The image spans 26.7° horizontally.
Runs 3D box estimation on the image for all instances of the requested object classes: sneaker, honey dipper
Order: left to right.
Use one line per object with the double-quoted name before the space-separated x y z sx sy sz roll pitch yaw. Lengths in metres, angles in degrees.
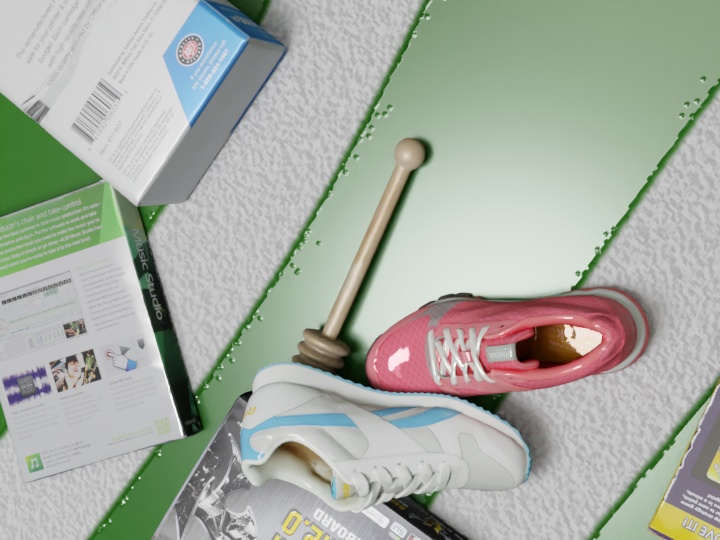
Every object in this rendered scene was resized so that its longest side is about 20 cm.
"honey dipper" 0.000 0.000 1.077 0.038 0.038 0.201 27 97 14
"sneaker" 0.016 0.127 1.031 0.199 0.077 0.081 11 52 3
"sneaker" 0.090 0.048 1.021 0.199 0.087 0.074 -11 89 18

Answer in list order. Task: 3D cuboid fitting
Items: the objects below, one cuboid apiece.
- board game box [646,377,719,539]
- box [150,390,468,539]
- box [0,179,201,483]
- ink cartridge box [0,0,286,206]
"board game box" 0.310 0.136 0.974 0.199 0.057 0.166 27 103 14
"box" -0.041 0.206 1.093 0.200 0.048 0.159 36 102 13
"box" -0.214 0.046 1.145 0.144 0.036 0.201 -17 90 18
"ink cartridge box" -0.178 -0.164 1.093 0.200 0.084 0.146 40 104 12
